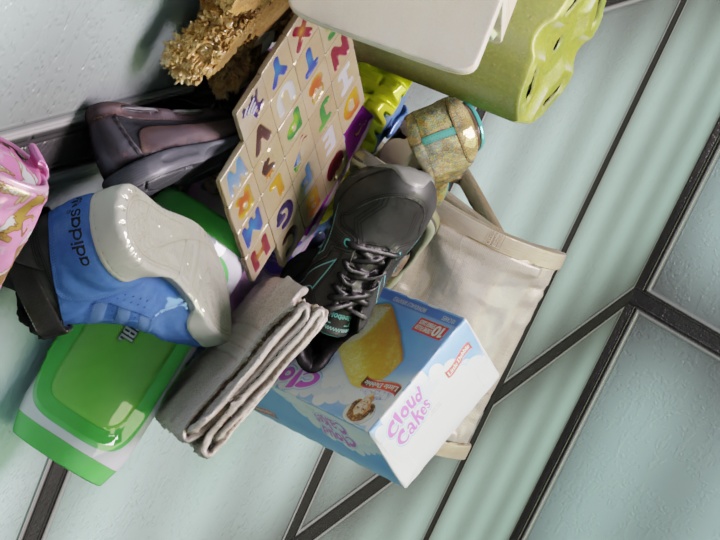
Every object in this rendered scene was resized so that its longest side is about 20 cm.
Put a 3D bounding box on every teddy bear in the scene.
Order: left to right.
[{"bbox_3d":[-0.079,-0.183,1.311,0.145,0.067,0.200,-51,171,5],"label":"teddy bear"}]

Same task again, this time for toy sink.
[{"bbox_3d":[0.048,-0.223,1.306,0.112,0.129,0.202,73,37,-79],"label":"toy sink"}]

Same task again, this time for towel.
[{"bbox_3d":[-0.087,0.063,1.378,0.133,0.034,0.200,-49,-170,-8],"label":"towel"}]

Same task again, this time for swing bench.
[{"bbox_3d":[0.045,0.020,1.720,0.129,0.200,0.200,16,107,-30],"label":"swing bench"}]

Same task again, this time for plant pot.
[{"bbox_3d":[0.077,-0.208,1.496,0.201,0.183,0.201,-51,161,-25],"label":"plant pot"}]

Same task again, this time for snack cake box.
[{"bbox_3d":[-0.006,0.073,1.524,0.115,0.199,0.067,-47,128,-19],"label":"snack cake box"}]

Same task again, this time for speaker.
[{"bbox_3d":[-0.158,0.045,1.397,0.201,0.088,0.088,-58,164,-6],"label":"speaker"}]

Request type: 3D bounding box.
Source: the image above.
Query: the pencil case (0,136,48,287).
[{"bbox_3d":[-0.243,0.014,1.106,0.201,0.082,0.086,-64,163,11],"label":"pencil case"}]

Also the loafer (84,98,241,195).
[{"bbox_3d":[-0.118,-0.093,1.335,0.072,0.063,0.200,-28,179,23],"label":"loafer"}]

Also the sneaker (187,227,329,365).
[{"bbox_3d":[-0.080,0.023,1.627,0.200,0.070,0.109,-54,169,-43],"label":"sneaker"}]

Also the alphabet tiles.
[{"bbox_3d":[-0.045,-0.091,1.384,0.167,0.006,0.200,-60,160,-23],"label":"alphabet tiles"}]

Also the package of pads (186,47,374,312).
[{"bbox_3d":[-0.073,-0.058,1.503,0.201,0.075,0.120,-61,164,3],"label":"package of pads"}]

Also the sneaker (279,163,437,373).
[{"bbox_3d":[0.000,0.000,1.442,0.200,0.075,0.080,126,-27,-49],"label":"sneaker"}]

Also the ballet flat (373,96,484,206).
[{"bbox_3d":[0.039,-0.083,1.535,0.071,0.070,0.200,-55,-177,-15],"label":"ballet flat"}]

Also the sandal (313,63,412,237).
[{"bbox_3d":[-0.014,-0.098,1.613,0.201,0.079,0.087,-53,166,-16],"label":"sandal"}]

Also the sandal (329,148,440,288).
[{"bbox_3d":[0.009,-0.023,1.527,0.057,0.080,0.201,-49,168,-25],"label":"sandal"}]

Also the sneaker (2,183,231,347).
[{"bbox_3d":[-0.161,0.007,1.291,0.200,0.110,0.077,41,38,-66],"label":"sneaker"}]
